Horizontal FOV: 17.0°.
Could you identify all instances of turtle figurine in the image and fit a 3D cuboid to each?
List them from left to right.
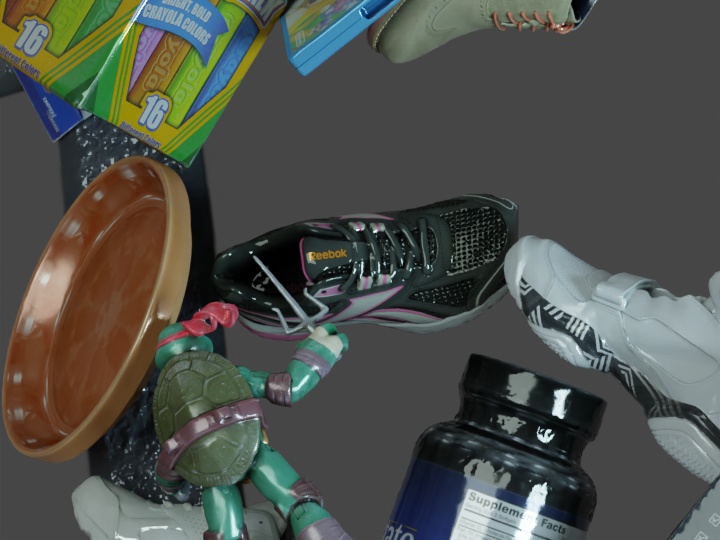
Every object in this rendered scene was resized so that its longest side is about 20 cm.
[{"bbox_3d":[-0.075,0.098,1.402,0.149,0.100,0.201,-35,66,29],"label":"turtle figurine"}]

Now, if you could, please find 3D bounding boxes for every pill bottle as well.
[{"bbox_3d":[0.070,0.156,1.380,0.111,0.112,0.201,17,85,26],"label":"pill bottle"}]

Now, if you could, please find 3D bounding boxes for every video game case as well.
[{"bbox_3d":[0.032,-0.209,1.482,0.200,0.018,0.143,-37,22,11],"label":"video game case"}]

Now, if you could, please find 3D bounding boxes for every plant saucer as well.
[{"bbox_3d":[-0.161,0.026,1.505,0.200,0.032,0.201,-40,38,40],"label":"plant saucer"}]

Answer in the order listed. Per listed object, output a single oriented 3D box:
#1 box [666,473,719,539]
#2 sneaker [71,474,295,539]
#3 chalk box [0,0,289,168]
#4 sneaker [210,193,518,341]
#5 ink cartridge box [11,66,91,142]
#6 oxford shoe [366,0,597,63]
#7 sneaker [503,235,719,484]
[{"bbox_3d":[0.263,0.193,1.281,0.200,0.124,0.197,40,96,26],"label":"box"},{"bbox_3d":[-0.085,0.172,1.472,0.200,0.078,0.100,33,84,19],"label":"sneaker"},{"bbox_3d":[-0.127,-0.190,1.489,0.125,0.124,0.201,31,92,34],"label":"chalk box"},{"bbox_3d":[0.000,0.000,1.460,0.199,0.086,0.081,-17,73,18],"label":"sneaker"},{"bbox_3d":[-0.157,-0.183,1.598,0.200,0.039,0.100,-38,67,12],"label":"ink cartridge box"},{"bbox_3d":[0.096,-0.172,1.470,0.199,0.070,0.075,-30,75,16],"label":"oxford shoe"},{"bbox_3d":[0.179,0.023,1.371,0.200,0.075,0.115,44,113,21],"label":"sneaker"}]
